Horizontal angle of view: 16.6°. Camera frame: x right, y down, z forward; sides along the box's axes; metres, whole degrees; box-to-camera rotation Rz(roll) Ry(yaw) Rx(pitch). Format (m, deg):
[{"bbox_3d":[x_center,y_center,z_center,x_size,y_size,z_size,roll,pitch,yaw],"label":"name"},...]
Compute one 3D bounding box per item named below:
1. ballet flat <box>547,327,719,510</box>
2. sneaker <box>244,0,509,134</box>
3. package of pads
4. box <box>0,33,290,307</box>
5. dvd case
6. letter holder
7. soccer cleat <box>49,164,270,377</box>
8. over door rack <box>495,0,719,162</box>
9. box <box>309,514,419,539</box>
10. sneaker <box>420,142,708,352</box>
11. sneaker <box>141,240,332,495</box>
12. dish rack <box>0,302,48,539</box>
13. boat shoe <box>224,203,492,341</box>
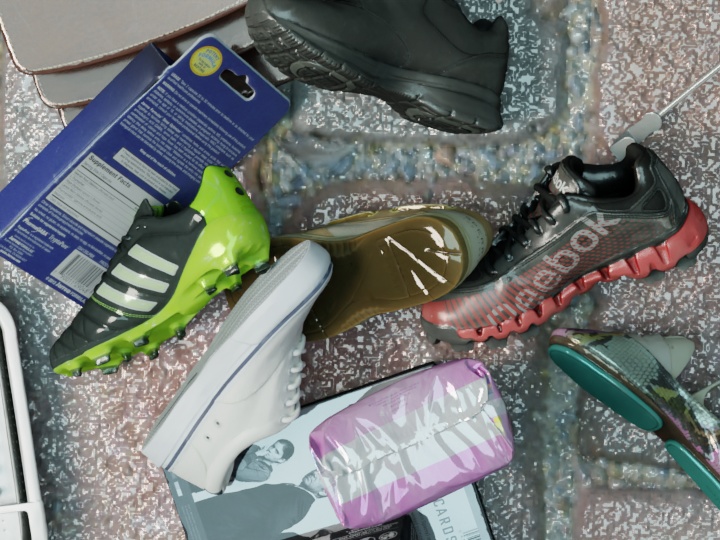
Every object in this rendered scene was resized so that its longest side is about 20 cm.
[{"bbox_3d":[0.213,0.090,1.627,0.200,0.069,0.071,42,78,-3],"label":"ballet flat"},{"bbox_3d":[0.013,-0.153,1.596,0.199,0.076,0.091,18,83,-34],"label":"sneaker"},{"bbox_3d":[0.036,0.107,1.547,0.120,0.200,0.076,-22,86,2],"label":"package of pads"},{"bbox_3d":[-0.147,-0.071,1.615,0.200,0.121,0.032,-43,56,6],"label":"box"},{"bbox_3d":[-0.019,0.164,1.665,0.199,0.025,0.151,-18,92,5],"label":"dvd case"},{"bbox_3d":[-0.126,-0.168,1.615,0.199,0.101,0.143,-19,94,6],"label":"letter holder"},{"bbox_3d":[-0.138,0.004,1.628,0.200,0.067,0.081,-35,70,32],"label":"soccer cleat"},{"bbox_3d":[0.203,-0.194,1.609,0.200,0.067,0.148,-39,90,20],"label":"over door rack"},{"bbox_3d":[0.005,0.280,1.614,0.121,0.106,0.201,-16,104,6],"label":"box"},{"bbox_3d":[0.123,-0.020,1.607,0.199,0.071,0.098,-24,119,4],"label":"sneaker"},{"bbox_3d":[-0.065,0.065,1.606,0.071,0.073,0.200,33,121,-9],"label":"sneaker"},{"bbox_3d":[-0.301,0.120,1.676,0.170,0.044,0.202,-8,93,6],"label":"dish rack"},{"bbox_3d":[0.000,0.000,1.616,0.199,0.066,0.075,-8,99,36],"label":"boat shoe"}]
